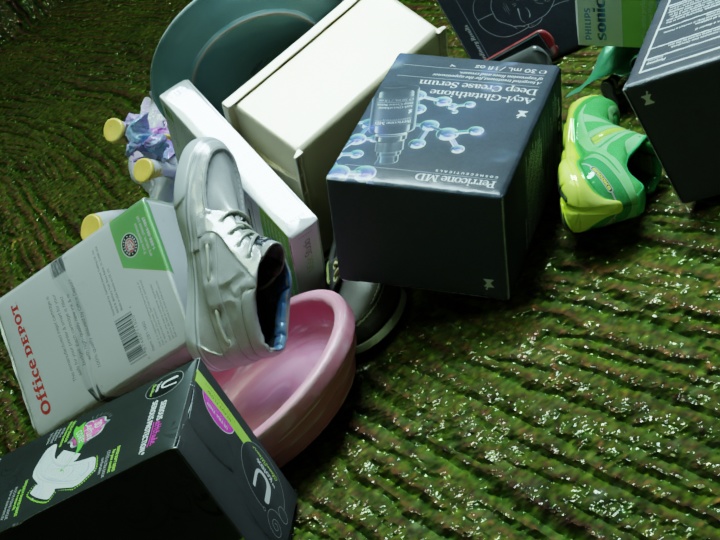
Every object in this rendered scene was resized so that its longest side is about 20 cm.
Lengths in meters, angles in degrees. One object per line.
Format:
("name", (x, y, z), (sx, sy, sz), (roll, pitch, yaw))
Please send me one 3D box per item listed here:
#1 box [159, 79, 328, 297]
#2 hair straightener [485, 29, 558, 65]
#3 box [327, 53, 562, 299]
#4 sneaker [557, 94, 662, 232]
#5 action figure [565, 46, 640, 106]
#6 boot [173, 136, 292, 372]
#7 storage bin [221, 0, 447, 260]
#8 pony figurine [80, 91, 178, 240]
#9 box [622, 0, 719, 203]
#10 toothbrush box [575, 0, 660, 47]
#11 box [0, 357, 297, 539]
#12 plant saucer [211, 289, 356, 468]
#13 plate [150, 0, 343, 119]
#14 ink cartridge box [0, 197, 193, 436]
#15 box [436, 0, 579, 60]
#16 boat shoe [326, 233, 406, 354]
("box", (-0.104, -0.064, 1.445), (0.036, 0.144, 0.200), (-34, 64, -16))
("hair straightener", (0.109, -0.182, 1.636), (0.200, 0.041, 0.077), (-21, 27, 27))
("box", (0.076, -0.084, 1.334), (0.148, 0.107, 0.200), (7, 40, 18))
("sneaker", (0.208, -0.086, 1.320), (0.083, 0.074, 0.200), (-1, 29, 10))
("action figure", (0.282, -0.227, 1.488), (0.118, 0.055, 0.200), (-11, 33, 44))
("boot", (-0.097, -0.020, 1.312), (0.095, 0.200, 0.073), (-12, -10, 42))
("storage bin", (-0.014, -0.134, 1.502), (0.094, 0.199, 0.200), (37, 68, 25))
("pony figurine", (-0.195, -0.092, 1.619), (0.166, 0.200, 0.194), (9, 85, 22))
("box", (0.334, -0.172, 1.233), (0.200, 0.123, 0.199), (-15, 29, 34))
("toothbrush box", (0.303, -0.266, 1.411), (0.200, 0.086, 0.146), (5, 38, 20))
("box", (-0.169, 0.187, 1.162), (0.200, 0.149, 0.124), (-27, 23, 16))
("plant saucer", (-0.077, 0.103, 1.303), (0.200, 0.051, 0.201), (-36, 22, 17))
("plate", (-0.098, -0.192, 1.476), (0.200, 0.200, 0.026), (-33, 53, 2))
("ink cartridge box", (-0.222, 0.048, 1.451), (0.200, 0.146, 0.084), (-31, -21, 26))
("box", (0.188, -0.308, 1.642), (0.200, 0.149, 0.107), (-21, 27, 26))
("boat shoe", (0.000, 0.000, 1.408), (0.072, 0.061, 0.201), (-24, 26, 18))
